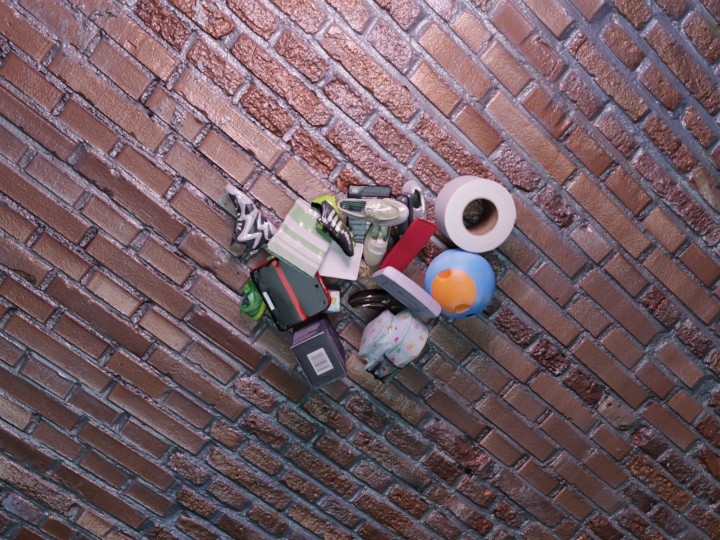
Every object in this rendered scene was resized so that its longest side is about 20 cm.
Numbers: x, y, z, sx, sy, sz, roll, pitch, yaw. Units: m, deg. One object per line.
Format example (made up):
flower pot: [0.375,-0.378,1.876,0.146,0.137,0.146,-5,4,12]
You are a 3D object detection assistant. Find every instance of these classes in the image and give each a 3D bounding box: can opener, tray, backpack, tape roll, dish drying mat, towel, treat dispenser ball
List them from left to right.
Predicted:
towel: [-0.155,-0.095,1.475,0.152,0.023,0.201,33,56,-11]
tray: [-0.093,-0.035,1.519,0.199,0.022,0.108,8,78,16]
backpack: [0.097,0.203,1.544,0.200,0.176,0.153,-36,108,28]
can opener: [0.117,-0.128,1.496,0.066,0.053,0.201,24,137,28]
dish drying mat: [0.133,-0.065,1.499,0.077,0.018,0.200,21,125,-23]
treat dispenser ball: [0.285,0.037,1.522,0.200,0.201,0.202,-1,105,-5]
tape roll: [0.321,-0.164,1.505,0.202,0.139,0.204,-1,105,-4]

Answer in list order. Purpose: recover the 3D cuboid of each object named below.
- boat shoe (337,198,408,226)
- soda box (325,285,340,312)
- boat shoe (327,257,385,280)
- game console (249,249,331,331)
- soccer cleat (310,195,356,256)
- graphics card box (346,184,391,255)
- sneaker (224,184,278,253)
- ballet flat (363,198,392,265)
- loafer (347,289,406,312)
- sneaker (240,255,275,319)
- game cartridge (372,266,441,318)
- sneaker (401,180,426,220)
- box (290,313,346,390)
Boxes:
boat shoe: [0.030,-0.158,1.425,0.199,0.062,0.072,7,93,26]
soda box: [-0.158,0.088,1.568,0.199,0.064,0.069,-2,105,-4]
boat shoe: [0.000,0.000,1.558,0.199,0.065,0.072,-3,105,-4]
game console: [-0.194,0.052,1.496,0.176,0.031,0.201,-26,95,6]
soccer cleat: [-0.077,-0.119,1.482,0.081,0.068,0.201,-18,70,-21]
graphics card box: [0.022,-0.146,1.529,0.125,0.051,0.201,0,106,-5]
sneaker: [-0.338,-0.133,1.486,0.130,0.079,0.199,-43,114,-2]
ballet flat: [0.054,-0.104,1.484,0.069,0.069,0.201,11,103,-8]
loafer: [0.061,0.096,1.583,0.199,0.073,0.072,-6,103,-3]
sneaker: [-0.296,0.049,1.541,0.083,0.074,0.201,20,102,-14]
game cartridge: [0.132,0.063,1.493,0.200,0.133,0.041,38,78,-8]
sneaker: [0.157,-0.154,1.525,0.070,0.080,0.201,-11,107,-4]
box: [-0.120,0.225,1.536,0.107,0.200,0.149,-26,104,3]
